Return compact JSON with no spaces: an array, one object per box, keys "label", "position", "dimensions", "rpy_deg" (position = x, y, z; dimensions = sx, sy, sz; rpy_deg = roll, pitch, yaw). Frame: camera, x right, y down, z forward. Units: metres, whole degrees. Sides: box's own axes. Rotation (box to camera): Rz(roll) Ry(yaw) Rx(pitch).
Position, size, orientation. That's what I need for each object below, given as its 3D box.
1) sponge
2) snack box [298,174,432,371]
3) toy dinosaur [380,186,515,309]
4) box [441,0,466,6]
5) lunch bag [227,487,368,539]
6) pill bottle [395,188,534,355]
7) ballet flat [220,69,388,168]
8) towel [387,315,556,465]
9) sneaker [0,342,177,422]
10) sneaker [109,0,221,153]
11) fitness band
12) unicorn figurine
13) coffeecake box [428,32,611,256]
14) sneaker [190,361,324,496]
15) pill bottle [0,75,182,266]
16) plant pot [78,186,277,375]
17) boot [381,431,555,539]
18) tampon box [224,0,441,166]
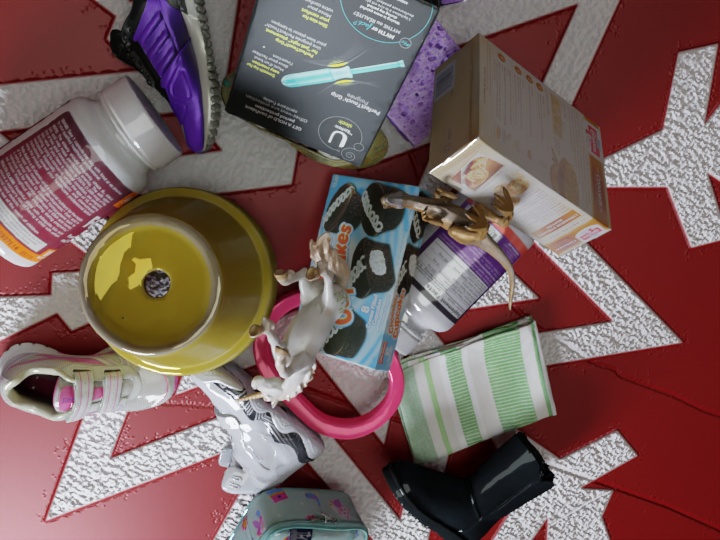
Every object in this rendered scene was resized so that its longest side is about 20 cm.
[{"label":"sponge","position":[0.036,-0.247,0.867],"dimensions":[0.112,0.030,0.200],"rpy_deg":[-43,108,3]},{"label":"snack box","position":[0.000,0.000,0.866],"dimensions":[0.037,0.116,0.200],"rpy_deg":[17,86,-57]},{"label":"toy dinosaur","position":[0.117,-0.042,0.808],"dimensions":[0.200,0.106,0.060],"rpy_deg":[34,69,-13]},{"label":"box","position":[0.124,-0.407,0.804],"dimensions":[0.176,0.097,0.200],"rpy_deg":[-31,108,-1]},{"label":"lunch bag","position":[-0.084,0.361,0.968],"dimensions":[0.160,0.077,0.200],"rpy_deg":[15,113,-30]},{"label":"pill bottle","position":[0.093,-0.001,0.905],"dimensions":[0.200,0.111,0.111],"rpy_deg":[-46,109,4]},{"label":"ballet flat","position":[-0.058,-0.160,0.855],"dimensions":[0.200,0.071,0.071],"rpy_deg":[23,100,-16]},{"label":"towel","position":[0.145,0.156,1.006],"dimensions":[0.200,0.023,0.153],"rpy_deg":[-19,109,-5]},{"label":"sneaker","position":[-0.307,0.132,0.876],"dimensions":[0.200,0.088,0.081],"rpy_deg":[1,105,-11]},{"label":"sneaker","position":[-0.204,-0.219,0.814],"dimensions":[0.099,0.070,0.200],"rpy_deg":[-8,103,-2]},{"label":"fitness band","position":[-0.038,0.111,0.943],"dimensions":[0.144,0.037,0.200],"rpy_deg":[-40,102,5]},{"label":"unicorn figurine","position":[-0.066,0.068,0.810],"dimensions":[0.074,0.137,0.200],"rpy_deg":[39,84,26]},{"label":"coffeecake box","position":[0.172,-0.131,0.841],"dimensions":[0.200,0.154,0.073],"rpy_deg":[28,140,-28]},{"label":"sneaker","position":[-0.147,0.192,0.931],"dimensions":[0.200,0.075,0.115],"rpy_deg":[41,93,-21]},{"label":"pill bottle","position":[-0.292,-0.103,0.800],"dimensions":[0.200,0.114,0.114],"rpy_deg":[-34,109,0]},{"label":"plant pot","position":[-0.188,0.012,0.788],"dimensions":[0.200,0.189,0.201],"rpy_deg":[0,91,-2]},{"label":"boot","position":[0.142,0.259,0.998],"dimensions":[0.168,0.076,0.200],"rpy_deg":[-41,121,5]},{"label":"tampon box","position":[-0.022,-0.229,0.741],"dimensions":[0.150,0.126,0.200],"rpy_deg":[22,140,-8]}]
